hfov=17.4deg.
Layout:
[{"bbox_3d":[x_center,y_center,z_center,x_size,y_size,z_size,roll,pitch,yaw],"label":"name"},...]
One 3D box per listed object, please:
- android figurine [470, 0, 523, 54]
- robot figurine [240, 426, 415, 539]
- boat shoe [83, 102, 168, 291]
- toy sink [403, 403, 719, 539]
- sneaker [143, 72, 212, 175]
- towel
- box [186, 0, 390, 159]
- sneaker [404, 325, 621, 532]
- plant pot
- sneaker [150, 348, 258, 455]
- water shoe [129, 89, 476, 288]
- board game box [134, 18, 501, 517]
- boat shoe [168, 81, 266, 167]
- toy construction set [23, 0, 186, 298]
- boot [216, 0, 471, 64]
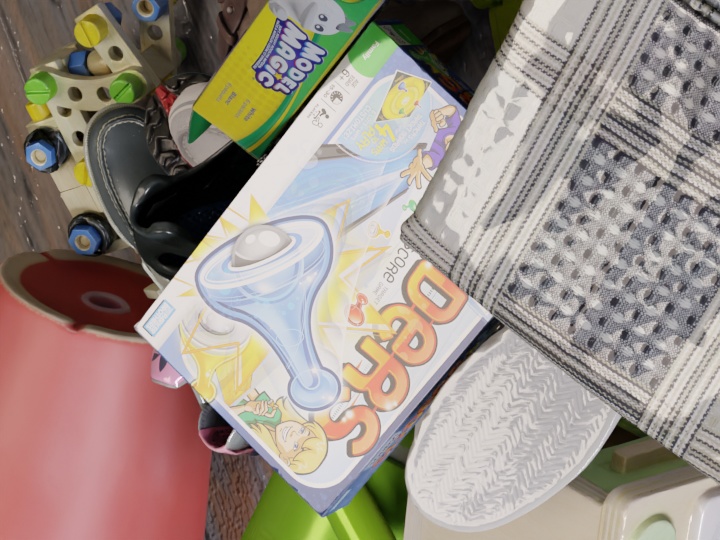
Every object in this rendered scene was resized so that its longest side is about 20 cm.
[{"bbox_3d":[0.126,-0.125,1.135,0.200,0.041,0.182,-3,98,51],"label":"android figurine"},{"bbox_3d":[0.008,0.129,1.262,0.116,0.175,0.200,28,94,21],"label":"robot figurine"},{"bbox_3d":[-0.093,-0.013,1.386,0.200,0.073,0.062,58,172,-8],"label":"boat shoe"},{"bbox_3d":[0.134,0.128,1.124,0.200,0.130,0.112,30,122,46],"label":"toy sink"},{"bbox_3d":[-0.037,-0.035,1.357,0.079,0.096,0.200,-36,90,13],"label":"sneaker"},{"bbox_3d":[0.131,-0.035,0.964,0.193,0.035,0.200,39,116,17],"label":"towel"},{"bbox_3d":[-0.009,-0.135,1.119,0.048,0.117,0.200,40,139,-4],"label":"box"},{"bbox_3d":[0.105,0.033,1.076,0.074,0.116,0.200,41,103,9],"label":"sneaker"},{"bbox_3d":[-0.178,0.094,1.483,0.200,0.200,0.177,34,116,42],"label":"plant pot"},{"bbox_3d":[-0.051,0.079,1.314,0.070,0.082,0.200,12,151,45],"label":"sneaker"},{"bbox_3d":[-0.018,-0.044,1.188,0.079,0.200,0.072,68,177,-63],"label":"water shoe"},{"bbox_3d":[0.000,0.000,1.119,0.135,0.034,0.200,43,112,13],"label":"board game box"},{"bbox_3d":[-0.023,-0.029,1.261,0.200,0.069,0.072,33,144,1],"label":"boat shoe"},{"bbox_3d":[-0.140,-0.071,1.465,0.131,0.092,0.200,-16,95,28],"label":"toy construction set"},{"bbox_3d":[-0.024,-0.151,1.288,0.146,0.070,0.200,63,147,7],"label":"boot"}]
